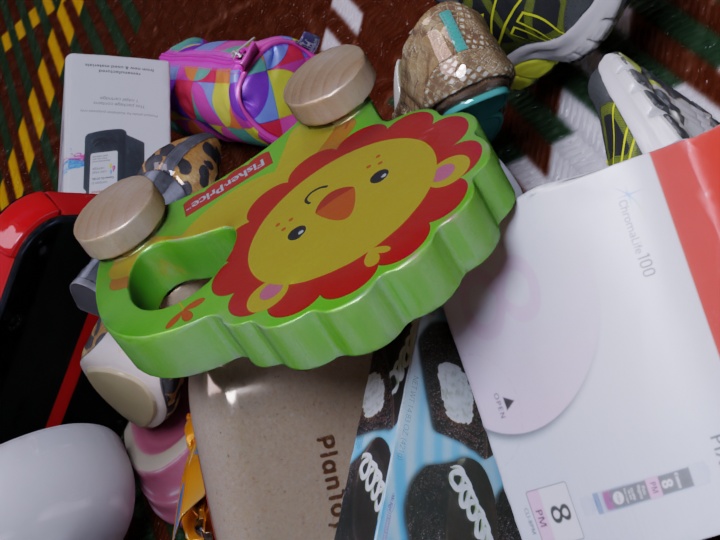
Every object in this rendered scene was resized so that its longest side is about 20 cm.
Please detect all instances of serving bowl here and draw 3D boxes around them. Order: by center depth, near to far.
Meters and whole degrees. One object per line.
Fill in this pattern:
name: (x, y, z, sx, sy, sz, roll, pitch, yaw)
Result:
serving bowl: (-0.228, 0.190, 1.023, 0.200, 0.199, 0.066, -48, 65, 25)

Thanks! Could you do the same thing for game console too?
game console: (-0.192, 0.043, 1.003, 0.031, 0.176, 0.202, 32, 109, 26)

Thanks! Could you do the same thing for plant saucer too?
plant saucer: (-0.104, 0.076, 1.071, 0.200, 0.051, 0.202, -39, 37, 38)

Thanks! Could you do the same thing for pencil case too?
pencil case: (-0.098, -0.143, 1.208, 0.199, 0.088, 0.089, 9, 74, 61)

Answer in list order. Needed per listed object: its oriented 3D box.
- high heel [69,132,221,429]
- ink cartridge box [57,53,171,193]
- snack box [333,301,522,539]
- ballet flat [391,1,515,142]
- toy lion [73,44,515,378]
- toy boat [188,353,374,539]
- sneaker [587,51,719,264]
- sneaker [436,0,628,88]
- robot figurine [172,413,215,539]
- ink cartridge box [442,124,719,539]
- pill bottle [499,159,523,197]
high heel: (-0.120, 0.011, 0.998, 0.143, 0.071, 0.201, -58, -17, -29)
ink cartridge box: (-0.191, -0.040, 1.196, 0.146, 0.082, 0.202, 114, 155, -58)
snack box: (0.059, 0.062, 0.746, 0.037, 0.115, 0.202, -21, 50, 50)
ballet flat: (0.049, -0.104, 0.878, 0.200, 0.070, 0.066, 122, 128, -79)
toy lion: (-0.030, -0.014, 0.712, 0.199, 0.069, 0.192, -31, 31, 5)
toy boat: (-0.017, 0.095, 0.809, 0.131, 0.129, 0.202, 177, 82, -86)
sneaker: (0.137, -0.029, 0.735, 0.085, 0.074, 0.201, -49, 32, 24)
sneaker: (0.093, -0.157, 0.832, 0.075, 0.084, 0.200, -57, 7, -19)
robot figurine: (-0.075, 0.179, 0.869, 0.057, 0.146, 0.201, -5, 40, 7)
ink cartridge box: (0.127, 0.032, 0.650, 0.199, 0.057, 0.164, -28, 78, 51)
pill bottle: (0.000, 0.000, 0.897, 0.199, 0.113, 0.115, -23, 47, 49)
